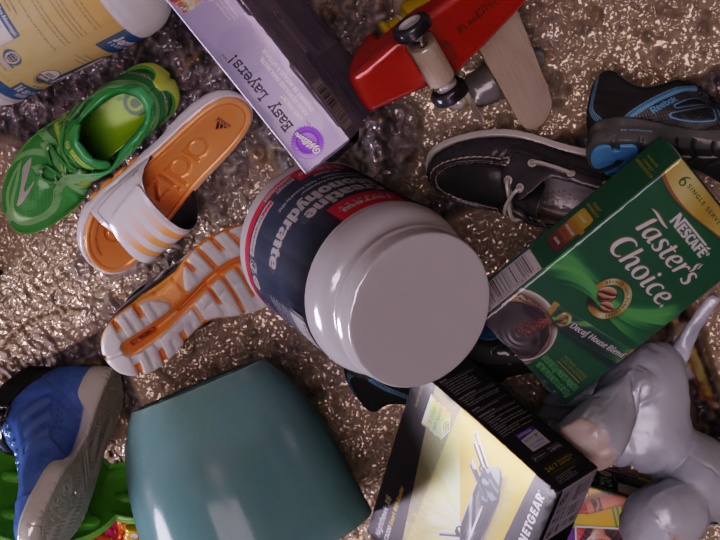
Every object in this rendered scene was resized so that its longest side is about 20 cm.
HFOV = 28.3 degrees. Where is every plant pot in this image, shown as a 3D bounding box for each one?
[{"bbox_3d":[-0.113,0.172,1.235,0.200,0.201,0.162,-23,90,14],"label":"plant pot"}]

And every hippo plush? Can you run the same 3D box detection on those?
[{"bbox_3d":[0.238,0.153,1.195,0.200,0.159,0.161,-40,95,-24],"label":"hippo plush"}]

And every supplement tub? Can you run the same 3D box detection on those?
[{"bbox_3d":[-0.244,-0.237,1.164,0.199,0.145,0.145,-24,100,15],"label":"supplement tub"},{"bbox_3d":[0.000,0.000,1.146,0.140,0.200,0.141,-10,112,-26],"label":"supplement tub"}]

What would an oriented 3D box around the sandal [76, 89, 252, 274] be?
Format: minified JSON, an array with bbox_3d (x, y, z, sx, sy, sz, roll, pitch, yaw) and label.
[{"bbox_3d":[-0.167,-0.067,1.228,0.079,0.059,0.207,29,112,-39],"label":"sandal"}]

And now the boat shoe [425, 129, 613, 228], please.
[{"bbox_3d":[0.150,-0.066,1.184,0.199,0.061,0.074,9,136,4],"label":"boat shoe"}]

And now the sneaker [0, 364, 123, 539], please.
[{"bbox_3d":[-0.292,0.163,1.264,0.111,0.201,0.077,3,137,13],"label":"sneaker"}]

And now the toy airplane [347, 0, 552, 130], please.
[{"bbox_3d":[0.081,-0.219,1.137,0.198,0.141,0.201,3,99,-31],"label":"toy airplane"}]

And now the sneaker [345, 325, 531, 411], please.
[{"bbox_3d":[0.084,0.075,1.241,0.199,0.073,0.082,-4,131,8],"label":"sneaker"}]

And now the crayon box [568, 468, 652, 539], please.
[{"bbox_3d":[0.159,0.252,1.280,0.199,0.058,0.173,15,107,5],"label":"crayon box"}]

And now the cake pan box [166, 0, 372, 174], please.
[{"bbox_3d":[-0.066,-0.178,1.131,0.052,0.184,0.200,-37,99,19],"label":"cake pan box"}]

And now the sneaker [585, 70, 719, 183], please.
[{"bbox_3d":[0.279,-0.118,1.150,0.199,0.073,0.082,6,63,-11],"label":"sneaker"}]

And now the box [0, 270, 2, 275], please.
[{"bbox_3d":[-0.441,0.042,1.243,0.182,0.200,0.104,-36,98,17],"label":"box"}]

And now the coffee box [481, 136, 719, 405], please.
[{"bbox_3d":[0.199,0.002,1.128,0.200,0.044,0.123,-39,120,10],"label":"coffee box"}]

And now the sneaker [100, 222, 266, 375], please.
[{"bbox_3d":[-0.142,0.014,1.258,0.199,0.077,0.079,-30,104,-3],"label":"sneaker"}]

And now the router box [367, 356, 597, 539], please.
[{"bbox_3d":[0.093,0.189,1.165,0.157,0.052,0.201,40,134,30],"label":"router box"}]

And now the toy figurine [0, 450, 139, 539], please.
[{"bbox_3d":[-0.279,0.274,1.340,0.199,0.150,0.185,2,122,-17],"label":"toy figurine"}]

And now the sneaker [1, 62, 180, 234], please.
[{"bbox_3d":[-0.244,-0.106,1.232,0.200,0.084,0.074,-41,96,17],"label":"sneaker"}]
